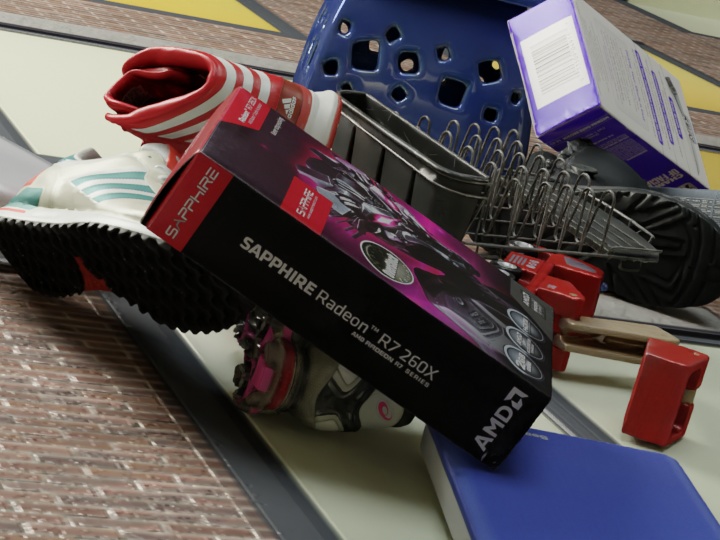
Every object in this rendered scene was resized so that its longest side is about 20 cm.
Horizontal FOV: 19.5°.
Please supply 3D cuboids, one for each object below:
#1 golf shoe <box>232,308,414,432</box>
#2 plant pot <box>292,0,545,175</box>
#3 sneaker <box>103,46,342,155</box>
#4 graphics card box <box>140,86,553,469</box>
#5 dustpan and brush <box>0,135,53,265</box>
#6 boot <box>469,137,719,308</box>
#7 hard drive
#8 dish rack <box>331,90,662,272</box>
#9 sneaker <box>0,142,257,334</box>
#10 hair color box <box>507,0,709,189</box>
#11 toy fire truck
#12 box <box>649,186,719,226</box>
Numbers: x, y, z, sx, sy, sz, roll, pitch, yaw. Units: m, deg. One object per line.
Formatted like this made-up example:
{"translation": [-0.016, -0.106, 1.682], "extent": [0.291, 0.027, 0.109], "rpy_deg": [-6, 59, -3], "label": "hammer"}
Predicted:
{"translation": [-0.017, 0.028, 1.088], "extent": [0.091, 0.073, 0.200], "rpy_deg": [18, 24, -11], "label": "golf shoe"}
{"translation": [0.055, -0.195, 1.755], "extent": [0.199, 0.181, 0.200], "rpy_deg": [13, 15, -4], "label": "plant pot"}
{"translation": [-0.103, -0.077, 1.184], "extent": [0.115, 0.079, 0.200], "rpy_deg": [26, -32, -23], "label": "sneaker"}
{"translation": [0.000, 0.000, 0.990], "extent": [0.199, 0.051, 0.126], "rpy_deg": [36, 18, -6], "label": "graphics card box"}
{"translation": [-0.223, -0.032, 1.162], "extent": [0.139, 0.058, 0.200], "rpy_deg": [29, 11, 11], "label": "dustpan and brush"}
{"translation": [0.188, -0.040, 1.508], "extent": [0.199, 0.077, 0.168], "rpy_deg": [13, 17, 20], "label": "boot"}
{"translation": [0.104, 0.120, 0.939], "extent": [0.131, 0.026, 0.200], "rpy_deg": [12, 15, -10], "label": "hard drive"}
{"translation": [0.089, -0.053, 1.301], "extent": [0.199, 0.055, 0.153], "rpy_deg": [6, 21, -33], "label": "dish rack"}
{"translation": [-0.107, -0.030, 1.075], "extent": [0.199, 0.071, 0.094], "rpy_deg": [9, 50, 45], "label": "sneaker"}
{"translation": [0.199, -0.129, 1.662], "extent": [0.065, 0.110, 0.200], "rpy_deg": [-26, -30, 27], "label": "hair color box"}
{"translation": [0.135, 0.037, 1.230], "extent": [0.140, 0.049, 0.200], "rpy_deg": [17, 14, 10], "label": "toy fire truck"}
{"translation": [0.318, -0.026, 1.550], "extent": [0.157, 0.051, 0.200], "rpy_deg": [9, 0, -23], "label": "box"}
